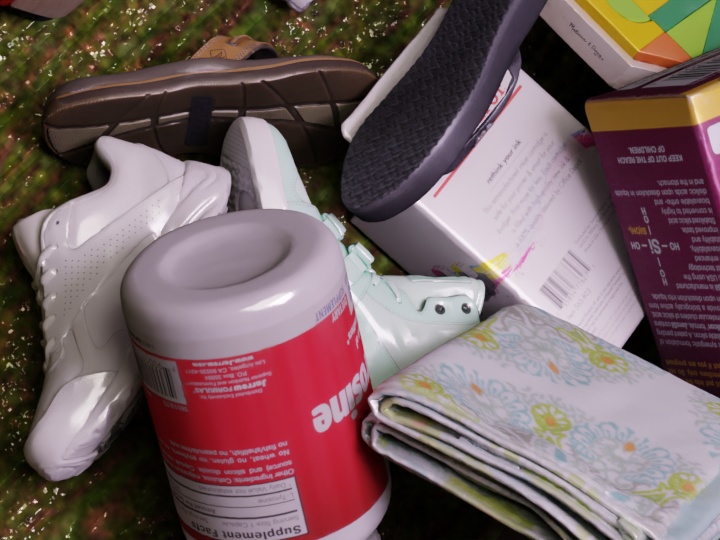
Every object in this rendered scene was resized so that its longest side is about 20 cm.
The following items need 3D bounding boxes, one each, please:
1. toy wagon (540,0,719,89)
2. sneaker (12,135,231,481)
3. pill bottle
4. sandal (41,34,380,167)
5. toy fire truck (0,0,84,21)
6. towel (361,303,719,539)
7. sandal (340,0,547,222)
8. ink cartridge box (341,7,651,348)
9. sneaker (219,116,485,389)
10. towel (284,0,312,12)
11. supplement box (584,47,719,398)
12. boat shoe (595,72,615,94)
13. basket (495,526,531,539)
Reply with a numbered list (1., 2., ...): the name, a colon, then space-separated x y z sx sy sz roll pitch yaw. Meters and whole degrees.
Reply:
1. toy wagon: 0.184 -0.177 1.504 0.155 0.040 0.200 46 49 8
2. sneaker: -0.145 0.016 1.335 0.099 0.078 0.200 24 59 -4
3. pill bottle: -0.046 0.079 1.284 0.112 0.112 0.200 -29 121 -29
4. sandal: -0.081 -0.097 1.403 0.200 0.082 0.055 -6 53 -18
5. toy fire truck: -0.229 -0.235 1.361 0.200 0.129 0.176 12 68 -30
6. towel: 0.112 0.083 1.289 0.171 0.048 0.200 31 25 18
7. sandal: 0.059 -0.099 1.382 0.043 0.076 0.200 51 58 -29
8. ink cartridge box: 0.079 -0.038 1.445 0.200 0.068 0.115 42 61 -6
9. sneaker: 0.000 0.000 1.393 0.118 0.074 0.201 -20 91 -21
10. towel: -0.020 -0.259 1.411 0.166 0.200 0.086 40 40 -10
11. supplement box: 0.226 -0.022 1.401 0.131 0.103 0.200 -22 101 -27
12. boat shoe: 0.199 -0.069 1.507 0.066 0.072 0.201 -12 74 -21
13. basket: 0.073 0.239 1.312 0.200 0.136 0.180 -43 135 -21
